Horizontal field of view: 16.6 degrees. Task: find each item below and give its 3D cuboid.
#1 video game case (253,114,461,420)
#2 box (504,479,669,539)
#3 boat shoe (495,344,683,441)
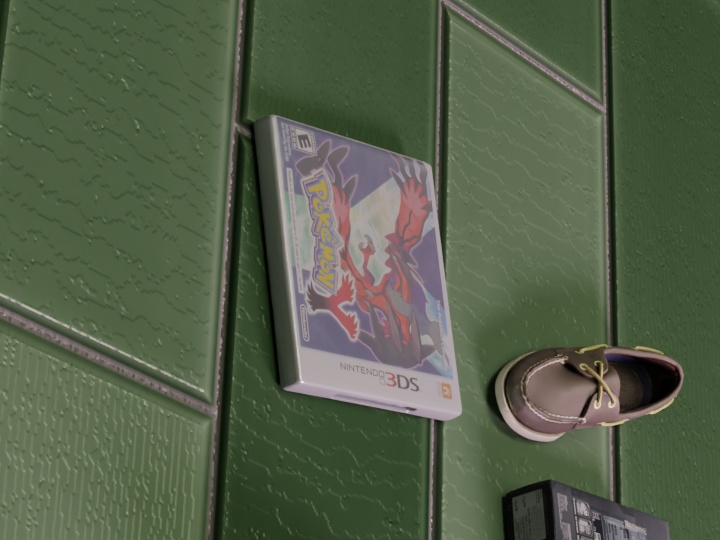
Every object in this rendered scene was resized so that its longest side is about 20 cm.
[{"bbox_3d":[0.000,0.000,1.780,0.182,0.023,0.201,14,62,-48],"label":"video game case"},{"bbox_3d":[0.180,0.271,1.852,0.157,0.051,0.201,21,57,-44],"label":"box"},{"bbox_3d":[0.181,0.091,1.931,0.199,0.059,0.072,1,73,-51],"label":"boat shoe"}]
